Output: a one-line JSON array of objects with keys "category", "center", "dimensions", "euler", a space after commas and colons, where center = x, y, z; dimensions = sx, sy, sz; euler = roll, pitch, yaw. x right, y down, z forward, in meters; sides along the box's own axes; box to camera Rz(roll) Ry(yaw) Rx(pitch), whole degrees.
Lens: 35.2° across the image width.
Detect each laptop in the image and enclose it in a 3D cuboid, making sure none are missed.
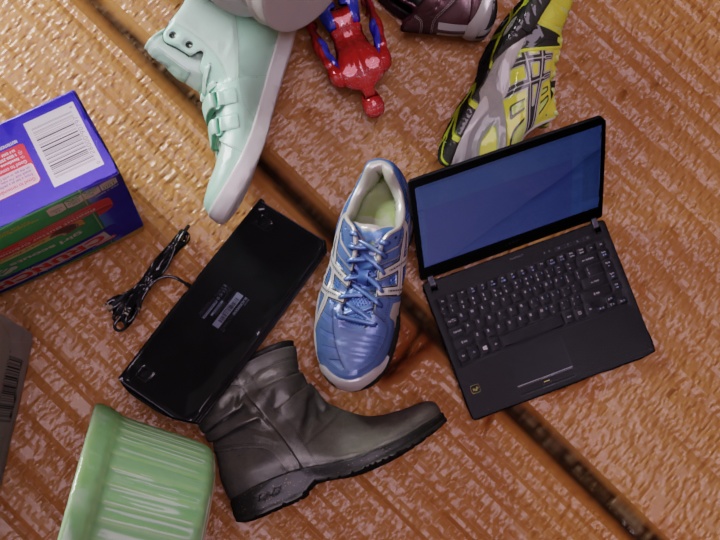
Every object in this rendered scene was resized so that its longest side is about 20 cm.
[{"category": "laptop", "center": [0.148, 0.001, 0.950], "dimensions": [0.177, 0.103, 0.200], "euler": [-19, 83, -8]}]

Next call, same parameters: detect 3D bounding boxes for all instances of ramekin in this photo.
[{"category": "ramekin", "center": [-0.176, 0.207, 0.842], "dimensions": [0.098, 0.200, 0.200], "euler": [16, 80, -11]}]

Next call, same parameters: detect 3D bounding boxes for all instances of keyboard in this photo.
[{"category": "keyboard", "center": [-0.130, 0.023, 0.948], "dimensions": [0.127, 0.021, 0.200], "euler": [33, 69, 10]}]

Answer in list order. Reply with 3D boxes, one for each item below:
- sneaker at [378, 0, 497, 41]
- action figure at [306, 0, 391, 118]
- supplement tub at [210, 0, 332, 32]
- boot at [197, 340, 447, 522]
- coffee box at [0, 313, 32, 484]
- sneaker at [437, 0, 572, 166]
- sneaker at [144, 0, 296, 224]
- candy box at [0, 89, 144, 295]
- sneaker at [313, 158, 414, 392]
[{"category": "sneaker", "center": [0.058, -0.302, 1.006], "dimensions": [0.115, 0.076, 0.200], "euler": [-2, 82, -3]}, {"category": "action figure", "center": [-0.018, -0.228, 0.998], "dimensions": [0.065, 0.052, 0.200], "euler": [-19, 83, -4]}, {"category": "supplement tub", "center": [-0.112, -0.296, 0.929], "dimensions": [0.200, 0.140, 0.140], "euler": [36, 79, 20]}, {"category": "boot", "center": [-0.039, 0.113, 0.936], "dimensions": [0.200, 0.068, 0.131], "euler": [-21, 78, -10]}, {"category": "coffee box", "center": [-0.375, 0.112, 0.831], "dimensions": [0.197, 0.200, 0.200], "euler": [11, 80, -4]}, {"category": "sneaker", "center": [0.142, -0.166, 0.998], "dimensions": [0.076, 0.075, 0.200], "euler": [28, 90, -8]}, {"category": "sneaker", "center": [-0.133, -0.140, 0.958], "dimensions": [0.118, 0.074, 0.201], "euler": [16, 70, -9]}, {"category": "candy box", "center": [-0.264, -0.045, 0.868], "dimensions": [0.169, 0.200, 0.077], "euler": [-27, 86, -9]}, {"category": "sneaker", "center": [0.000, 0.000, 0.930], "dimensions": [0.076, 0.077, 0.200], "euler": [5, 68, 9]}]
